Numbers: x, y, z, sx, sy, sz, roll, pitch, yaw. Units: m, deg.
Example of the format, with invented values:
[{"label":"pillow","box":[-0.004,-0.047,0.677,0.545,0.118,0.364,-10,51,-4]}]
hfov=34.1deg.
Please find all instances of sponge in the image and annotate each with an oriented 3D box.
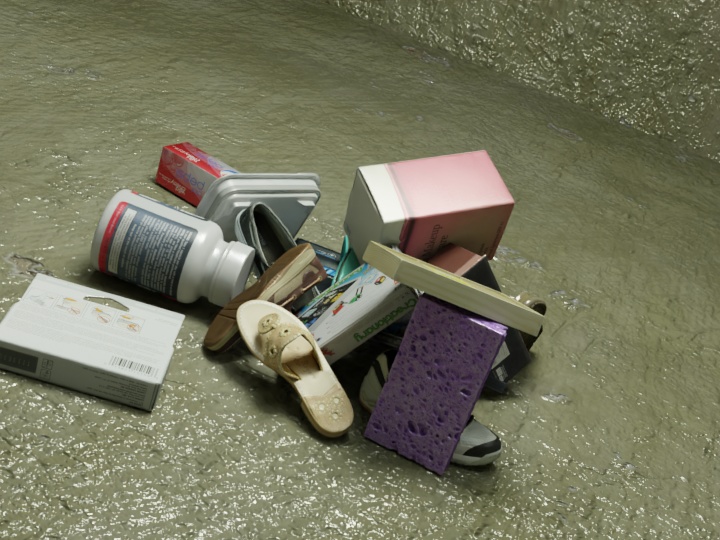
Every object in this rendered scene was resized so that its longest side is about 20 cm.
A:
[{"label":"sponge","box":[0.089,0.135,1.414,0.111,0.200,0.030,26,20,14]}]

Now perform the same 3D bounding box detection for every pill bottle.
[{"label":"pill bottle","box":[-0.253,-0.023,1.602,0.200,0.120,0.120,21,24,4]}]

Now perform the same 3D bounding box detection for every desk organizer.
[{"label":"desk organizer","box":[0.157,0.063,1.618,0.072,0.200,0.077,-39,35,-17]}]

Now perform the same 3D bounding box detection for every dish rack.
[{"label":"dish rack","box":[-0.157,-0.071,1.738,0.200,0.172,0.044,-3,52,-41]}]

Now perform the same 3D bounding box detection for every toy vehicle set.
[{"label":"toy vehicle set","box":[0.111,0.021,1.422,0.200,0.027,0.124,21,5,-19]}]

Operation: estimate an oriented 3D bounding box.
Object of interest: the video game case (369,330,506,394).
[{"label":"video game case","box":[0.091,0.116,1.550,0.143,0.019,0.200,25,-4,-17]}]

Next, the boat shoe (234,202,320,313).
[{"label":"boat shoe","box":[-0.111,-0.003,1.631,0.072,0.071,0.200,-33,86,-24]}]

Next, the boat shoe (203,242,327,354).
[{"label":"boat shoe","box":[-0.119,0.050,1.551,0.200,0.072,0.072,-46,22,-29]}]

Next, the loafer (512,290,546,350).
[{"label":"loafer","box":[0.226,0.077,1.720,0.067,0.076,0.200,31,-13,15]}]

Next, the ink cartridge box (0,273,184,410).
[{"label":"ink cartridge box","box":[-0.325,0.082,1.415,0.200,0.044,0.174,17,23,-5]}]

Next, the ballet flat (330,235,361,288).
[{"label":"ballet flat","box":[0.000,0.000,1.687,0.070,0.067,0.200,12,23,0]}]

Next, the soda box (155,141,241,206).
[{"label":"soda box","box":[-0.239,-0.137,1.919,0.200,0.070,0.063,30,27,23]}]

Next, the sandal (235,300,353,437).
[{"label":"sandal","box":[-0.074,0.102,1.433,0.078,0.070,0.212,-28,70,-25]}]

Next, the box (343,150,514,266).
[{"label":"box","box":[0.093,-0.077,1.633,0.200,0.128,0.109,-10,54,-20]}]

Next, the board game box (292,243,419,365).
[{"label":"board game box","box":[-0.019,0.057,1.532,0.035,0.200,0.126,50,12,-25]}]

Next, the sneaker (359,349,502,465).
[{"label":"sneaker","box":[0.093,0.171,1.482,0.200,0.088,0.076,27,24,14]}]

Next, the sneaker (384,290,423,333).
[{"label":"sneaker","box":[0.075,0.042,1.548,0.200,0.087,0.075,19,49,35]}]

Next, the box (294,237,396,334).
[{"label":"box","box":[-0.027,0.029,1.749,0.200,0.046,0.159,21,24,4]}]
